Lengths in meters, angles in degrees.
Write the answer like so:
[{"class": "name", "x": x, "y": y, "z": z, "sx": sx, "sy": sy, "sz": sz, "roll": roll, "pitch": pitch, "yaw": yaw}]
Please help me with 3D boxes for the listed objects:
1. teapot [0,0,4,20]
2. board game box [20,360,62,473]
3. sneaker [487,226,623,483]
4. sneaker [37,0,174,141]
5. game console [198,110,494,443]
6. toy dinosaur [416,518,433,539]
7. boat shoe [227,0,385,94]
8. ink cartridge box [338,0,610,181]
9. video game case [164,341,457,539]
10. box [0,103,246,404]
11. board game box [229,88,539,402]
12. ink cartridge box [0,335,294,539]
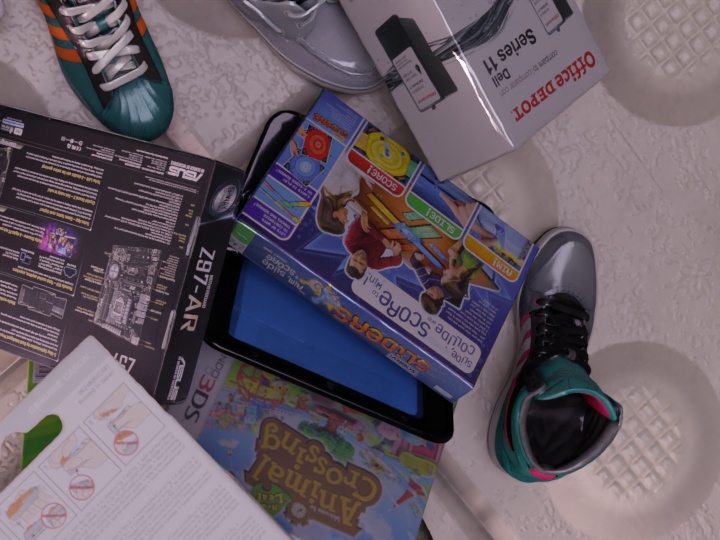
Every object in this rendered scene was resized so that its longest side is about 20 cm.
[{"class": "teapot", "x": -0.329, "y": -0.087, "z": 0.766, "sx": 0.199, "sy": 0.199, "sz": 0.146, "roll": -34, "pitch": 142, "yaw": 20}, {"class": "board game box", "x": -0.184, "y": 0.134, "z": 0.810, "sx": 0.094, "sy": 0.030, "sz": 0.202, "roll": 1, "pitch": 51, "yaw": -12}, {"class": "sneaker", "x": 0.152, "y": 0.068, "z": 0.889, "sx": 0.082, "sy": 0.121, "sz": 0.203, "roll": 11, "pitch": 92, "yaw": -12}, {"class": "sneaker", "x": -0.190, "y": -0.182, "z": 0.819, "sx": 0.071, "sy": 0.080, "sz": 0.202, "roll": -28, "pitch": 99, "yaw": -9}, {"class": "game console", "x": 0.000, "y": 0.000, "z": 0.853, "sx": 0.198, "sy": 0.116, "sz": 0.178, "roll": 24, "pitch": 89, "yaw": -15}, {"class": "toy dinosaur", "x": 0.031, "y": 0.219, "z": 0.885, "sx": 0.076, "sy": 0.102, "sz": 0.203, "roll": 8, "pitch": 93, "yaw": -12}, {"class": "boat shoe", "x": -0.055, "y": -0.200, "z": 0.851, "sx": 0.200, "sy": 0.071, "sz": 0.070, "roll": 38, "pitch": 86, "yaw": -11}, {"class": "ink cartridge box", "x": 0.075, "y": -0.188, "z": 0.846, "sx": 0.146, "sy": 0.083, "sz": 0.202, "roll": -39, "pitch": 103, "yaw": -38}, {"class": "video game case", "x": -0.037, "y": 0.115, "z": 0.844, "sx": 0.198, "sy": 0.022, "sz": 0.183, "roll": 28, "pitch": 53, "yaw": -8}, {"class": "box", "x": -0.188, "y": -0.015, "z": 0.796, "sx": 0.198, "sy": 0.043, "sz": 0.162, "roll": 15, "pitch": 91, "yaw": 24}, {"class": "board game box", "x": 0.019, "y": -0.019, "z": 0.838, "sx": 0.199, "sy": 0.034, "sz": 0.136, "roll": 36, "pitch": 57, "yaw": -6}, {"class": "ink cartridge box", "x": -0.153, "y": 0.167, "z": 0.729, "sx": 0.160, "sy": 0.047, "sz": 0.200, "roll": -44, "pitch": 95, "yaw": -10}]
